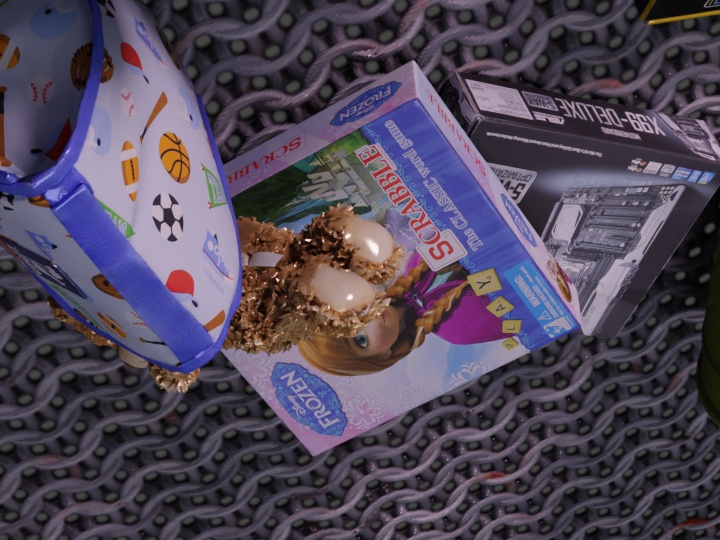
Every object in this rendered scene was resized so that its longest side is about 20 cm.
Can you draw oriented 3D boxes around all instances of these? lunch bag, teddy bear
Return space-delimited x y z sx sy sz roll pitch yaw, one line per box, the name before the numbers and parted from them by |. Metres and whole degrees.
lunch bag | -0.142 -0.061 1.000 0.123 0.201 0.170 -29 138 6
teddy bear | -0.070 0.017 1.082 0.198 0.146 0.067 -15 123 6

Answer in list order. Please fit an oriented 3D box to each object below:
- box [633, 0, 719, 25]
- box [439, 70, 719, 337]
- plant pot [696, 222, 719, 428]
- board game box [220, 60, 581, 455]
box | 0.249 -0.217 1.085 0.158 0.050 0.200 -9 157 -18
box | 0.113 -0.037 1.251 0.198 0.050 0.158 8 129 -31
plant pot | 0.315 -0.009 1.287 0.198 0.201 0.194 -17 125 -8
board game box | 0.000 0.000 1.183 0.198 0.041 0.200 -27 124 19
